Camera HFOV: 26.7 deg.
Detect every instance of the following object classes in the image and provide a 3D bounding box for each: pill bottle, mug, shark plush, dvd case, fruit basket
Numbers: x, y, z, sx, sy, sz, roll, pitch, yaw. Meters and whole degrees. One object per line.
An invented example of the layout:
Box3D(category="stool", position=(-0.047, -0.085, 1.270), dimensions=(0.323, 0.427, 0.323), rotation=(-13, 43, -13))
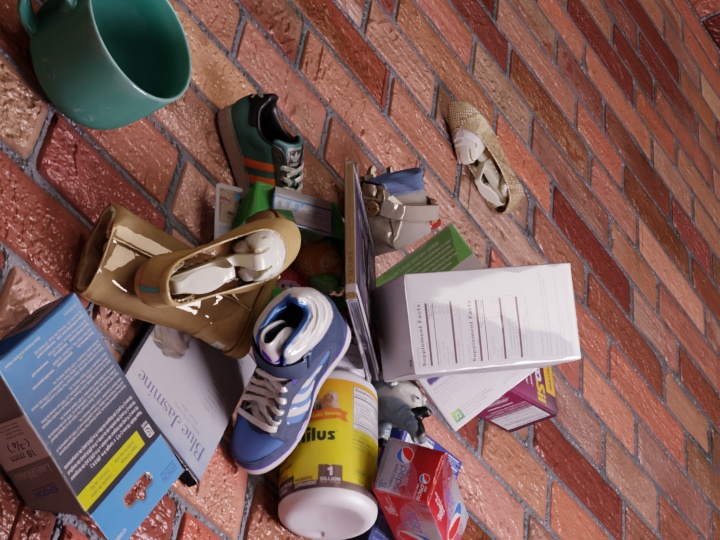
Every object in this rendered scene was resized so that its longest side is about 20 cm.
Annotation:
Box3D(category="pill bottle", position=(-0.035, 0.186, 1.673), dimensions=(0.109, 0.109, 0.202), rotation=(38, 40, -41))
Box3D(category="mug", position=(-0.273, -0.235, 1.552), dimensions=(0.186, 0.114, 0.152), rotation=(58, 31, -15))
Box3D(category="shark plush", position=(0.044, 0.169, 1.737), dimensions=(0.090, 0.200, 0.084), rotation=(25, 91, -33))
Box3D(category="dvd case", position=(-0.180, 0.107, 1.575), dimensions=(0.143, 0.017, 0.201), rotation=(56, 31, -22))
Box3D(category="fruit basket", position=(-0.077, 0.002, 1.687), dimensions=(0.184, 0.094, 0.201), rotation=(15, 48, -23))
Box3D(category="dvd case", position=(0.000, 0.000, 1.682), dimensions=(0.149, 0.016, 0.201), rotation=(76, 9, -50))

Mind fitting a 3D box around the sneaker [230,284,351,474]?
Box3D(category="sneaker", position=(-0.093, 0.107, 1.554), dimensions=(0.080, 0.201, 0.146), rotation=(31, -4, 25))

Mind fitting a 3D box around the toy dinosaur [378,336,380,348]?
Box3D(category="toy dinosaur", position=(0.082, 0.093, 1.892), dimensions=(0.180, 0.200, 0.106), rotation=(21, 78, -19))

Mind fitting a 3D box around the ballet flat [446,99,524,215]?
Box3D(category="ballet flat", position=(0.187, -0.169, 2.331), dimensions=(0.201, 0.070, 0.065), rotation=(54, 46, -18))

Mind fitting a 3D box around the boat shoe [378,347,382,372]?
Box3D(category="boat shoe", position=(0.022, 0.089, 1.900), dimensions=(0.201, 0.063, 0.074), rotation=(-48, 125, -51))

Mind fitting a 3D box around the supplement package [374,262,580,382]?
Box3D(category="supplement package", position=(0.128, 0.058, 1.689), dimensions=(0.198, 0.114, 0.111), rotation=(-4, 83, -19))

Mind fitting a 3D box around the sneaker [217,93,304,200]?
Box3D(category="sneaker", position=(-0.099, -0.113, 1.792), dimensions=(0.071, 0.079, 0.202), rotation=(-24, 92, -61))

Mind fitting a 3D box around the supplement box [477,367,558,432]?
Box3D(category="supplement box", position=(0.185, 0.138, 2.096), dimensions=(0.199, 0.085, 0.111), rotation=(30, 46, -49))

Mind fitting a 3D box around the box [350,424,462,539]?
Box3D(category="box", position=(0.049, 0.291, 1.781), dimensions=(0.121, 0.032, 0.201), rotation=(41, 58, -39))

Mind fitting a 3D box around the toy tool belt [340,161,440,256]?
Box3D(category="toy tool belt", position=(0.042, -0.096, 1.980), dimensions=(0.200, 0.124, 0.124), rotation=(-28, 104, -61))

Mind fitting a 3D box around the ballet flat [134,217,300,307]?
Box3D(category="ballet flat", position=(-0.128, -0.002, 1.508), dimensions=(0.199, 0.063, 0.069), rotation=(-22, 108, -33))

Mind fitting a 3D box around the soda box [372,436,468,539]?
Box3D(category="soda box", position=(0.069, 0.257, 1.671), dimensions=(0.200, 0.069, 0.064), rotation=(69, 39, -59))

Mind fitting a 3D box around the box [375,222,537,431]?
Box3D(category="box", position=(0.108, 0.066, 1.782), dimensions=(0.201, 0.144, 0.036), rotation=(55, -5, 1))

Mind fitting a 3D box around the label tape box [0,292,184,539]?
Box3D(category="label tape box", position=(-0.261, 0.143, 1.370), dimensions=(0.201, 0.063, 0.144), rotation=(61, 29, -13))

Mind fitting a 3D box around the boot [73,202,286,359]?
Box3D(category="boot", position=(-0.177, -0.019, 1.546), dimensions=(0.199, 0.066, 0.177), rotation=(28, 65, -33))
